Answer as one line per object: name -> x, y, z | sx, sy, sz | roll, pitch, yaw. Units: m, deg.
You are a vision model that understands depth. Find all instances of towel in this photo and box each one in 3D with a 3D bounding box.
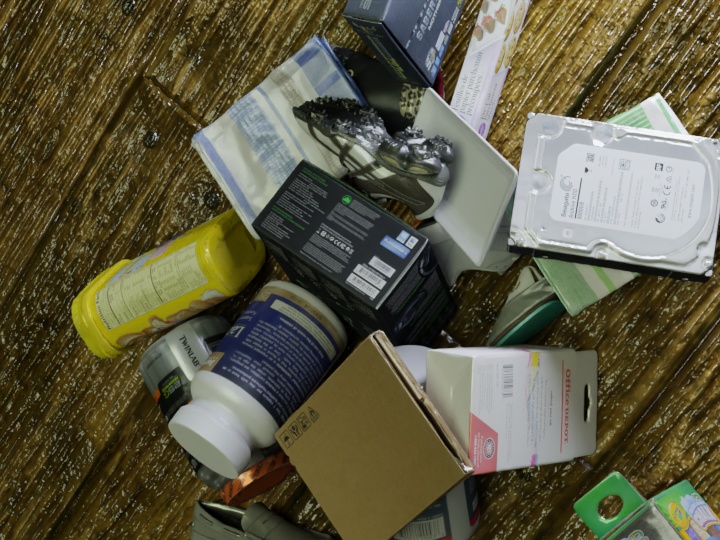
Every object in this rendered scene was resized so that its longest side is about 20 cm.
towel -> 0.253, -0.070, 1.346 | 0.199, 0.023, 0.153 | -31, 76, -4
towel -> -0.081, -0.145, 1.492 | 0.200, 0.024, 0.147 | -36, 80, 19

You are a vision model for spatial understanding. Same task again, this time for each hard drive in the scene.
hard drive -> 0.250, -0.072, 1.318 | 0.198, 0.038, 0.141 | 10, 78, 7

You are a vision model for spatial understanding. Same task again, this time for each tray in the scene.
tray -> 0.102, -0.098, 1.383 | 0.200, 0.022, 0.108 | 53, 131, 49

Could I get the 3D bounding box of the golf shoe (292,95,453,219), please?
golf shoe -> 0.004, -0.116, 1.412 | 0.199, 0.078, 0.095 | 30, 130, 32

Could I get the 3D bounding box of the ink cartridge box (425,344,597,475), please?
ink cartridge box -> 0.156, 0.136, 1.364 | 0.067, 0.199, 0.117 | 3, 92, 47

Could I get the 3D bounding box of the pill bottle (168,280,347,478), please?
pill bottle -> -0.112, 0.119, 1.463 | 0.115, 0.116, 0.200 | 24, 62, 26

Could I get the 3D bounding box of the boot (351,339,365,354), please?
boot -> -0.009, 0.140, 1.473 | 0.075, 0.073, 0.201 | 39, 143, 31

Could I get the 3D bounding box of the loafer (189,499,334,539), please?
loafer -> -0.117, 0.306, 1.573 | 0.199, 0.070, 0.070 | 0, 99, 29

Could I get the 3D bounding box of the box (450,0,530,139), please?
box -> 0.141, -0.238, 1.446 | 0.039, 0.041, 0.201 | 22, 100, 27

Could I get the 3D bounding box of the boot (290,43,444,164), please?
boot -> 0.007, -0.144, 1.503 | 0.153, 0.073, 0.205 | 11, 97, 25

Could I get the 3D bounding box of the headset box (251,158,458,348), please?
headset box -> 0.000, 0.000, 1.438 | 0.174, 0.200, 0.093 | 34, 78, 25

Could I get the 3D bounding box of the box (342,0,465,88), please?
box -> 0.063, -0.312, 1.393 | 0.051, 0.158, 0.201 | 16, 79, 27

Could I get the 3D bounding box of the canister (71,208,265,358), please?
canister -> -0.222, 0.013, 1.586 | 0.199, 0.149, 0.087 | -25, 104, 25

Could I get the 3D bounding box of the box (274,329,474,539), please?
box -> 0.009, 0.179, 1.341 | 0.164, 0.021, 0.200 | 55, 132, 14

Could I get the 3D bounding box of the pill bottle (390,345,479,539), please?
pill bottle -> 0.057, 0.185, 1.407 | 0.119, 0.120, 0.201 | 8, 122, 28

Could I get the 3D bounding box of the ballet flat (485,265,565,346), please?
ballet flat -> 0.203, 0.010, 1.402 | 0.200, 0.067, 0.064 | -37, 66, 17

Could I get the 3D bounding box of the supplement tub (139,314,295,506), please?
supplement tub -> -0.161, 0.163, 1.567 | 0.122, 0.122, 0.201 | -40, 72, 23

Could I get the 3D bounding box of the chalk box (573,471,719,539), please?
chalk box -> 0.295, 0.291, 1.318 | 0.124, 0.124, 0.200 | -45, 69, 22

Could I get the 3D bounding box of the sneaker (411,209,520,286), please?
sneaker -> 0.160, -0.048, 1.430 | 0.199, 0.076, 0.092 | -19, 110, 18
